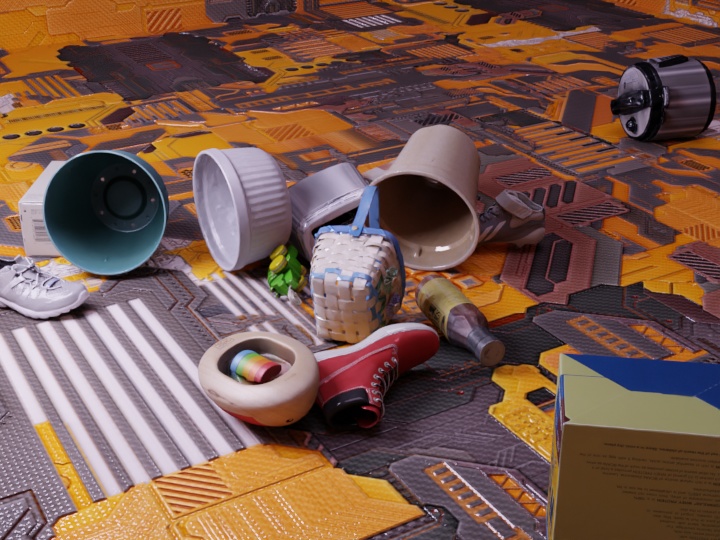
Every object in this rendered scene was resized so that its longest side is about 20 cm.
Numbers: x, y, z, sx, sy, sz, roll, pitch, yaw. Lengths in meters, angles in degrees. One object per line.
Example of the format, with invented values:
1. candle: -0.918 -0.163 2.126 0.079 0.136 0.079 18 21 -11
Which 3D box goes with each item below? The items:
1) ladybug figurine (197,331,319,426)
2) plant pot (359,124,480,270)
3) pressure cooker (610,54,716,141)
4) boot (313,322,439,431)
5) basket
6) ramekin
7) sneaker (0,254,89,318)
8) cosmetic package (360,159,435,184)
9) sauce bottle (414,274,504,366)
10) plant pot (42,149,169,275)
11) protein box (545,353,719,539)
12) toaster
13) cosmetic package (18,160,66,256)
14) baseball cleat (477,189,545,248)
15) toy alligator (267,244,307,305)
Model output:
1. ladybug figurine: -0.128 0.142 1.338 0.135 0.073 0.199 -33 34 -27
2. plant pot: 0.118 -0.136 1.723 0.198 0.202 0.184 7 43 16
3. pressure cooker: 0.652 -0.372 2.286 0.198 0.177 0.180 -7 50 -11
4. boot: 0.033 0.143 1.356 0.198 0.073 0.144 -18 30 -16
5. basket: 0.000 0.000 1.537 0.138 0.177 0.201 4 45 11
6. ramekin: -0.191 -0.107 1.717 0.104 0.202 0.200 -15 29 -25
7. sneaker: -0.511 0.019 1.601 0.198 0.083 0.075 7 26 15
8. cosmetic package: 0.087 -0.146 1.912 0.087 0.104 0.199 22 32 37
9. sauce bottle: 0.142 0.072 1.502 0.065 0.067 0.200 -9 25 -18
10. plant pot: -0.410 -0.108 1.749 0.198 0.203 0.161 -1 12 0
11. protein box: 0.292 0.209 1.058 0.196 0.202 0.135 4 26 8
12. toaster: -0.058 -0.092 1.773 0.199 0.114 0.129 -26 34 -12
13. cosmetic package: -0.535 -0.112 1.849 0.072 0.105 0.200 1 27 2
14. baseball cleat: 0.216 -0.088 1.783 0.198 0.107 0.070 -4 31 -4
15. toy alligator: -0.122 0.017 1.638 0.054 0.059 0.200 -38 22 14
